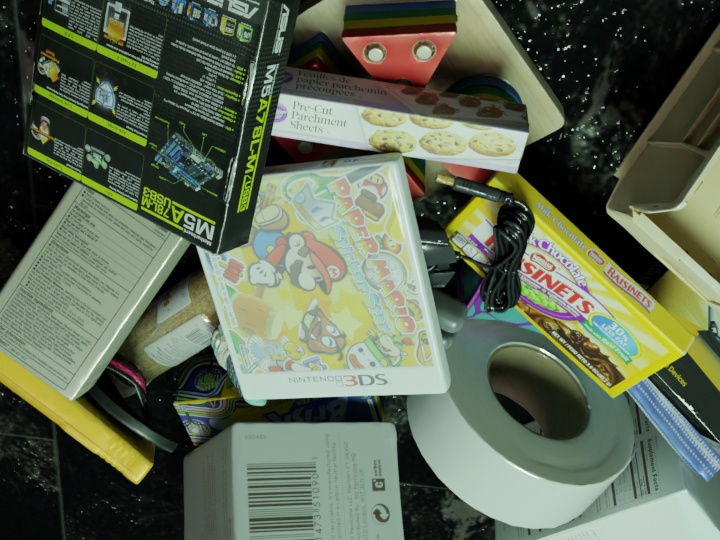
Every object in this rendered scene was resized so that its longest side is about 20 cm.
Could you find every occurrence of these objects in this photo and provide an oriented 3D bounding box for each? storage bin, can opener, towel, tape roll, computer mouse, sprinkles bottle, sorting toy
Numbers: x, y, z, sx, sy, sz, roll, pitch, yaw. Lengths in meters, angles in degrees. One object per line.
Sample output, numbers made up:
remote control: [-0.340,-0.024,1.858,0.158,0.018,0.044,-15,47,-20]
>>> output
storage bin: [0.315,-0.067,0.865,0.200,0.094,0.199,36,88,-26]
can opener: [0.000,0.000,1.000,0.199,0.067,0.053,28,139,4]
towel: [0.339,0.076,1.029,0.200,0.024,0.145,-44,114,-3]
tape roll: [0.145,0.128,1.045,0.201,0.203,0.071,21,130,-14]
computer mouse: [0.036,-0.027,0.900,0.199,0.046,0.141,20,144,6]
sprinkles bottle: [-0.171,0.050,1.089,0.199,0.069,0.068,-31,123,28]
sorting toy: [0.029,-0.130,0.910,0.198,0.070,0.200,-26,125,25]

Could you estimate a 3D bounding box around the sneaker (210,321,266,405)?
sneaker: [-0.028,0.064,1.041,0.199,0.087,0.078,-20,154,-12]

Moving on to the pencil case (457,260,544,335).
pencil case: [0.183,0.034,1.035,0.199,0.085,0.093,22,116,-14]

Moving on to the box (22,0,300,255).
box: [-0.151,-0.138,0.841,0.199,0.047,0.194,26,120,23]

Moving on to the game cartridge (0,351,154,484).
game cartridge: [-0.273,0.109,1.063,0.200,0.176,0.032,42,86,-8]

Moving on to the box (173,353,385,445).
box: [-0.077,0.119,1.147,0.198,0.065,0.070,-8,131,11]

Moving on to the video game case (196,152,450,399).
video game case: [-0.034,0.012,0.911,0.180,0.023,0.201,-4,116,20]

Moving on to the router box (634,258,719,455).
router box: [0.323,0.061,0.975,0.157,0.052,0.200,-45,96,-2]

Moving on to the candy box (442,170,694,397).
candy box: [0.160,0.011,0.923,0.200,0.026,0.102,42,143,0]

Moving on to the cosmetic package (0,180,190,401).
cosmetic package: [-0.217,-0.005,0.965,0.105,0.071,0.201,37,96,-2]

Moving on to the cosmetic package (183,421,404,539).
cosmetic package: [-0.069,0.243,1.123,0.164,0.166,0.200,2,163,-22]

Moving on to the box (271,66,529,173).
box: [0.024,-0.111,0.853,0.198,0.039,0.042,9,131,-4]

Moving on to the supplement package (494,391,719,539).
supplement package: [0.256,0.231,1.162,0.199,0.151,0.152,-26,125,25]

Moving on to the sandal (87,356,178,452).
sandal: [-0.234,0.088,1.053,0.200,0.045,0.075,41,171,19]
